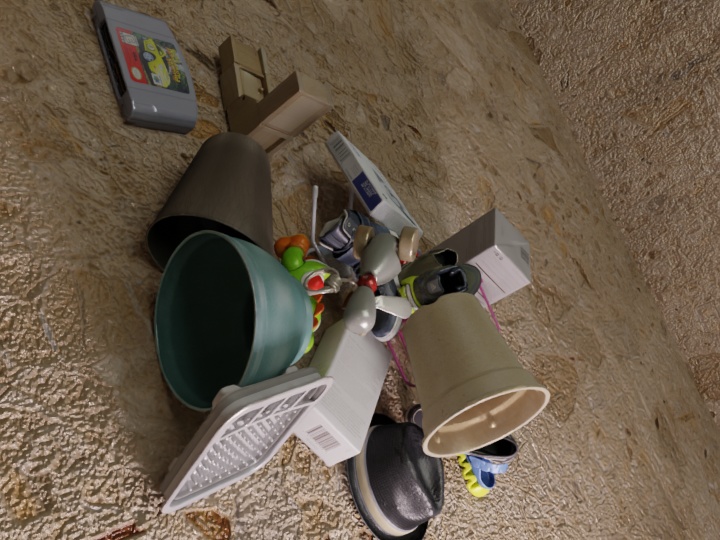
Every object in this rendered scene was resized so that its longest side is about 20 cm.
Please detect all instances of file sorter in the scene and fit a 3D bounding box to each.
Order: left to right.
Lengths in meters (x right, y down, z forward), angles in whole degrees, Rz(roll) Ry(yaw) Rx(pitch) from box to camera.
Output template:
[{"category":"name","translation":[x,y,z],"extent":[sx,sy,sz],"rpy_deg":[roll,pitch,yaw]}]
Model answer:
[{"category":"file sorter","translation":[0.153,0.113,1.172],"extent":[0.198,0.137,0.128],"rpy_deg":[-18,82,-55]}]

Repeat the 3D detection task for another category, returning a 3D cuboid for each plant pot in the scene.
[{"category":"plant pot","translation":[-0.142,0.061,0.781],"extent":[0.132,0.198,0.205],"rpy_deg":[6,59,-49]},{"category":"plant pot","translation":[0.151,0.146,0.954],"extent":[0.198,0.200,0.186],"rpy_deg":[16,41,-44]}]

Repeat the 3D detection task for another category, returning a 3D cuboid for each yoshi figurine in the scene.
[{"category":"yoshi figurine","translation":[-0.109,0.046,0.937],"extent":[0.110,0.113,0.202],"rpy_deg":[15,37,-15]}]

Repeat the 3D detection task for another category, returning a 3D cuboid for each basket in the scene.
[{"category":"basket","translation":[-0.190,-0.087,0.895],"extent":[0.178,0.136,0.203],"rpy_deg":[29,40,-25]}]

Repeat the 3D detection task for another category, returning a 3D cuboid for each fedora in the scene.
[{"category":"fedora","translation":[0.067,0.304,0.955],"extent":[0.199,0.091,0.205],"rpy_deg":[31,43,-34]}]

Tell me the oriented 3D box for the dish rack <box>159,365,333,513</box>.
[{"category":"dish rack","translation":[-0.134,0.181,0.719],"extent":[0.044,0.201,0.170],"rpy_deg":[48,30,21]}]

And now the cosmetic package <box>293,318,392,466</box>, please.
[{"category":"cosmetic package","translation":[-0.028,0.172,0.953],"extent":[0.102,0.071,0.202],"rpy_deg":[47,36,-16]}]

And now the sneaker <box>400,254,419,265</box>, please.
[{"category":"sneaker","translation":[0.070,0.004,1.182],"extent":[0.201,0.075,0.087],"rpy_deg":[-70,153,-59]}]

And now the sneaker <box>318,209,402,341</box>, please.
[{"category":"sneaker","translation":[-0.001,0.000,0.996],"extent":[0.145,0.076,0.207],"rpy_deg":[29,45,-40]}]

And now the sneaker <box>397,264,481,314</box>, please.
[{"category":"sneaker","translation":[0.148,0.025,1.029],"extent":[0.198,0.080,0.076],"rpy_deg":[-16,84,-49]}]

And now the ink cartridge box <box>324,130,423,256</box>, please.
[{"category":"ink cartridge box","translation":[0.038,-0.138,1.163],"extent":[0.199,0.040,0.202],"rpy_deg":[34,21,-52]}]

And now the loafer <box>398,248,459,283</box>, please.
[{"category":"loafer","translation":[0.109,0.003,1.113],"extent":[0.076,0.069,0.199],"rpy_deg":[53,39,1]}]

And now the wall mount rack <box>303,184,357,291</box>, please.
[{"category":"wall mount rack","translation":[-0.029,-0.060,1.123],"extent":[0.198,0.074,0.177],"rpy_deg":[-18,78,-56]}]

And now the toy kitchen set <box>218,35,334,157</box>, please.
[{"category":"toy kitchen set","translation":[-0.122,-0.319,1.104],"extent":[0.161,0.178,0.205],"rpy_deg":[10,61,-48]}]

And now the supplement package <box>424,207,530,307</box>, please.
[{"category":"supplement package","translation":[0.232,-0.006,1.301],"extent":[0.119,0.198,0.123],"rpy_deg":[40,39,-22]}]

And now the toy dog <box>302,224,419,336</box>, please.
[{"category":"toy dog","translation":[0.019,0.020,0.900],"extent":[0.200,0.130,0.098],"rpy_deg":[-45,142,-34]}]

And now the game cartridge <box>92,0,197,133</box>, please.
[{"category":"game cartridge","translation":[-0.322,-0.309,0.975],"extent":[0.132,0.040,0.204],"rpy_deg":[-1,66,-56]}]

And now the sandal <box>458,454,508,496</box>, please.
[{"category":"sandal","translation":[0.198,0.295,1.136],"extent":[0.203,0.086,0.079],"rpy_deg":[58,37,2]}]

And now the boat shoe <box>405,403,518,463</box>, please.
[{"category":"boat shoe","translation":[0.172,0.269,1.069],"extent":[0.195,0.063,0.074],"rpy_deg":[20,75,-1]}]
